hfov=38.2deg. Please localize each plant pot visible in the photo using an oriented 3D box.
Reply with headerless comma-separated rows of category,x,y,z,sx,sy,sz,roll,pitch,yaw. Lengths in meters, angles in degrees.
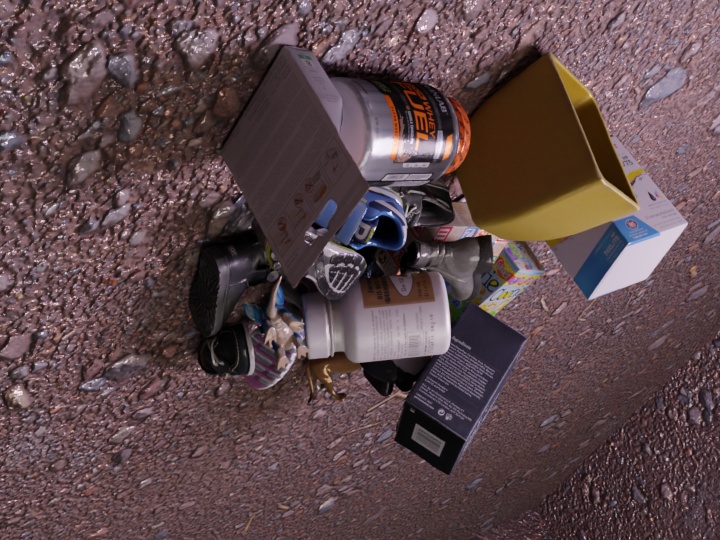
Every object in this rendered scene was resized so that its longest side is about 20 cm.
plant pot,0.242,-0.146,1.446,0.198,0.199,0.193,-26,159,24

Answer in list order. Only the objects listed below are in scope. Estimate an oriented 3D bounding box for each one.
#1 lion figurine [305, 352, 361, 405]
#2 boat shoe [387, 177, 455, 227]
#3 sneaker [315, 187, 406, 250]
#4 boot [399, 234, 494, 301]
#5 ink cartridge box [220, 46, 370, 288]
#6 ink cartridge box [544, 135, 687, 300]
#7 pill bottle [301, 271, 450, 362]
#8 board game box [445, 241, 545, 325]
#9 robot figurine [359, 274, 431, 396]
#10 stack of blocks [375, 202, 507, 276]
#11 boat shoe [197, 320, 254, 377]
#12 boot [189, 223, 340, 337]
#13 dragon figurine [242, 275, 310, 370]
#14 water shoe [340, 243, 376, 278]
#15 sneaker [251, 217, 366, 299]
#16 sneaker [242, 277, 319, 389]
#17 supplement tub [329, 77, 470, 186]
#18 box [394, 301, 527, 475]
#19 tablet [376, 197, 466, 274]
lion figurine,-0.027,0.151,1.770,0.197,0.073,0.123,-28,127,4
boat shoe,0.062,-0.096,1.439,0.197,0.072,0.072,-4,144,-41
sneaker,-0.020,-0.078,1.324,0.197,0.083,0.074,12,129,-29
boot,0.116,-0.007,1.526,0.128,0.069,0.200,-1,161,-5
ink cartridge box,-0.063,-0.110,1.113,0.050,0.202,0.161,-5,144,-45
ink cartridge box,0.394,-0.089,1.699,0.145,0.202,0.147,-16,149,-31
pill bottle,0.020,0.067,1.438,0.195,0.116,0.115,-6,150,-5
board game box,0.193,0.021,1.751,0.200,0.106,0.102,-44,156,26
robot figurine,0.062,0.099,1.650,0.150,0.123,0.203,-50,156,-60
stack of blocks,0.132,-0.043,1.599,0.197,0.059,0.116,-1,135,-39
boat shoe,-0.190,0.117,1.456,0.059,0.077,0.200,-7,168,-17
boot,-0.126,0.004,1.412,0.198,0.066,0.166,-22,155,-33
dragon figurine,-0.116,0.059,1.365,0.058,0.100,0.201,-29,142,-9
water shoe,0.000,0.000,1.527,0.070,0.080,0.201,-19,151,-28
sneaker,-0.063,-0.026,1.330,0.074,0.081,0.199,-47,143,8
sneaker,-0.103,0.085,1.531,0.202,0.080,0.088,-59,164,10
supplement tub,0.033,-0.161,1.230,0.198,0.123,0.123,-7,145,-45
box,0.157,0.192,1.664,0.201,0.116,0.198,-55,168,-23
tablet,0.120,-0.051,1.660,0.198,0.014,0.130,-36,155,2
